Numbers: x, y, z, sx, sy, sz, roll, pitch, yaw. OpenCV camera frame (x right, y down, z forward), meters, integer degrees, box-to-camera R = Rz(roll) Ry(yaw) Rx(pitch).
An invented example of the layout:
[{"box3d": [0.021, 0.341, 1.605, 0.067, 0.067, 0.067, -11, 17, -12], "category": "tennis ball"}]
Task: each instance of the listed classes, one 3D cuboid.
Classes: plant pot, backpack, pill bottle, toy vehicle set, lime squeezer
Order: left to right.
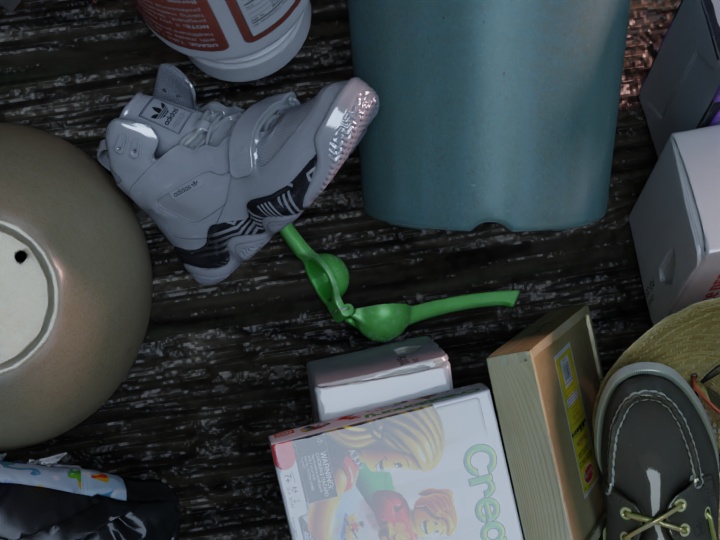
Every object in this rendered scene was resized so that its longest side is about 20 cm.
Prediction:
[{"box3d": [-0.227, 0.182, 1.165, 0.198, 0.153, 0.165, 8, 97, -29], "category": "backpack"}, {"box3d": [-0.219, 0.013, 1.153, 0.198, 0.134, 0.203, 0, 93, -7], "category": "plant pot"}, {"box3d": [-0.088, -0.191, 1.123, 0.111, 0.200, 0.113, -4, 67, 9], "category": "pill bottle"}, {"box3d": [0.000, 0.000, 1.231, 0.199, 0.038, 0.071, 27, 88, -7], "category": "lime squeezer"}, {"box3d": [0.075, -0.130, 1.168, 0.198, 0.200, 0.198, -1, 101, -7], "category": "plant pot"}, {"box3d": [0.120, 0.095, 1.171, 0.026, 0.200, 0.126, -11, 93, 17], "category": "toy vehicle set"}]

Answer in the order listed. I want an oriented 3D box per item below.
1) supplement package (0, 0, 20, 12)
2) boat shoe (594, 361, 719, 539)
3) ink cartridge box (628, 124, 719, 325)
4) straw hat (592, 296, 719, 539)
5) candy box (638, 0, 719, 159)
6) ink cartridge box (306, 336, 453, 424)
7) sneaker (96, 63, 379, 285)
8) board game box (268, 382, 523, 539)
[{"box3d": [-0.189, -0.269, 1.155, 0.117, 0.117, 0.200, 39, 87, -7], "category": "supplement package"}, {"box3d": [0.176, 0.150, 1.150, 0.071, 0.060, 0.203, -5, 118, 10], "category": "boat shoe"}, {"box3d": [0.276, -0.039, 1.204, 0.198, 0.147, 0.084, -10, 72, -7], "category": "ink cartridge box"}, {"box3d": [0.242, 0.076, 1.177, 0.199, 0.085, 0.203, 9, 123, 13], "category": "straw hat"}, {"box3d": [0.285, -0.129, 1.192, 0.198, 0.168, 0.072, -12, 72, -7], "category": "candy box"}, {"box3d": [0.022, 0.149, 1.184, 0.082, 0.145, 0.202, -9, 93, -3], "category": "ink cartridge box"}, {"box3d": [-0.079, -0.075, 1.147, 0.115, 0.200, 0.075, 42, 49, -8], "category": "sneaker"}, {"box3d": [0.032, 0.176, 1.095, 0.125, 0.035, 0.202, -14, 94, -5], "category": "board game box"}]
